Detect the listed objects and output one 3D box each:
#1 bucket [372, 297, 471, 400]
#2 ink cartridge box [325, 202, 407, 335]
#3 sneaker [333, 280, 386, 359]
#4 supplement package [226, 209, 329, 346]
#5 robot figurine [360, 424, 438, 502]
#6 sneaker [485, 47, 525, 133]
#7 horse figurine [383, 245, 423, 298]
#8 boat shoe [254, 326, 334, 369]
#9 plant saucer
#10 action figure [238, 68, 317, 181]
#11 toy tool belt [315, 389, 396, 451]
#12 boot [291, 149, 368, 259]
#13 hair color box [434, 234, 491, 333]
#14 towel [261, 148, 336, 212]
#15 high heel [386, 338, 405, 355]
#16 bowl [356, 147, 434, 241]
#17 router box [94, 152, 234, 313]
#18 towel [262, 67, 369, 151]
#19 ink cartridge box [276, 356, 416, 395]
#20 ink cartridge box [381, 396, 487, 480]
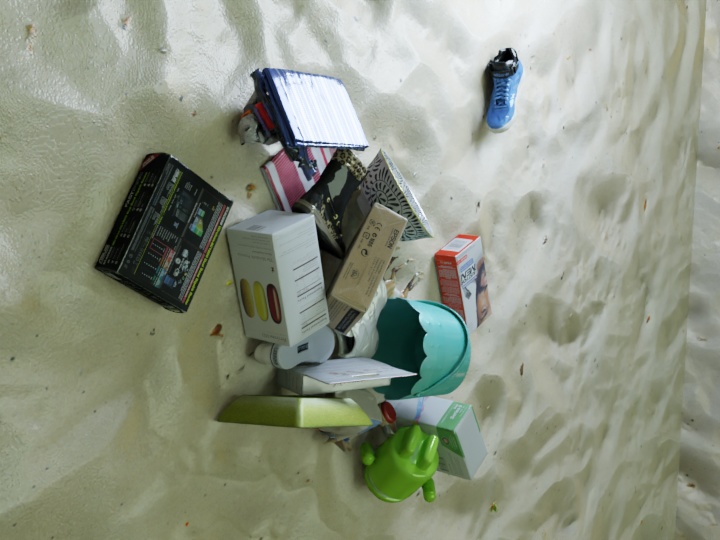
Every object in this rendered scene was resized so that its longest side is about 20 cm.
[{"bbox_3d":[0.114,0.157,1.767,0.134,0.206,0.209,6,92,-36],"label":"bucket"},{"bbox_3d":[0.000,0.000,1.627,0.075,0.165,0.201,26,68,-3],"label":"ink cartridge box"},{"bbox_3d":[-0.003,0.081,1.732,0.099,0.074,0.202,-4,99,-51],"label":"sneaker"},{"bbox_3d":[-0.139,0.011,1.522,0.109,0.113,0.202,-29,119,-46],"label":"supplement package"},{"bbox_3d":[0.082,0.396,1.807,0.175,0.200,0.116,30,44,-8],"label":"robot figurine"},{"bbox_3d":[0.322,-0.419,2.036,0.111,0.076,0.201,52,53,-49],"label":"sneaker"},{"bbox_3d":[0.069,0.034,1.823,0.133,0.050,0.200,-51,143,-9],"label":"horse figurine"},{"bbox_3d":[-0.119,0.138,1.607,0.200,0.069,0.072,-14,104,-60],"label":"boat shoe"},{"bbox_3d":[-0.112,0.241,1.537,0.199,0.199,0.048,10,78,-51],"label":"plant saucer"},{"bbox_3d":[-0.125,-0.238,1.508,0.193,0.104,0.202,-21,88,-42],"label":"action figure"},{"bbox_3d":[-0.028,0.287,1.731,0.200,0.122,0.126,25,42,-55],"label":"toy tool belt"},{"bbox_3d":[-0.041,-0.119,1.611,0.151,0.073,0.200,-57,150,-13],"label":"boot"},{"bbox_3d":[0.236,0.032,2.028,0.111,0.064,0.202,-37,125,-42],"label":"hair color box"},{"bbox_3d":[-0.090,-0.179,1.620,0.200,0.023,0.145,-46,129,-35],"label":"towel"},{"bbox_3d":[0.135,0.191,1.905,0.200,0.096,0.068,30,74,-49],"label":"high heel"},{"bbox_3d":[0.053,-0.128,1.724,0.202,0.094,0.201,57,10,-16],"label":"bowl"},{"bbox_3d":[-0.295,-0.057,1.358,0.150,0.062,0.201,38,67,-46],"label":"router box"},{"bbox_3d":[-0.075,-0.266,1.490,0.199,0.024,0.146,-6,71,-52],"label":"towel"},{"bbox_3d":[-0.025,0.198,1.614,0.199,0.173,0.044,-1,98,-35],"label":"ink cartridge box"},{"bbox_3d":[0.151,0.342,1.872,0.088,0.199,0.146,-49,130,-37],"label":"ink cartridge box"}]
